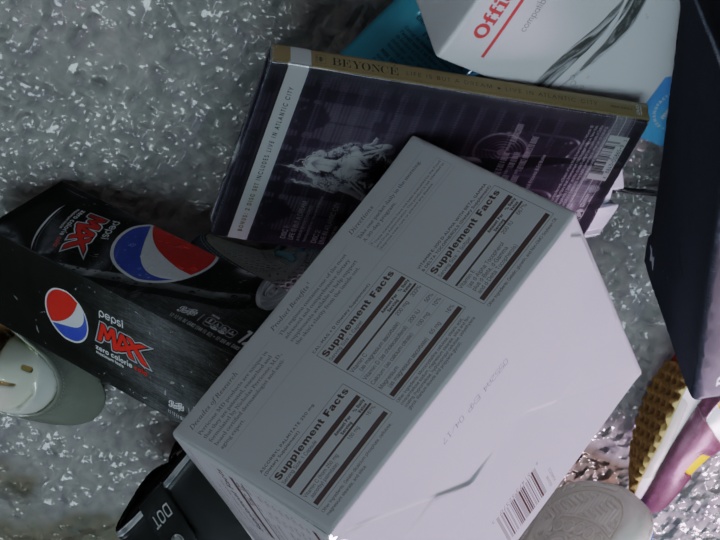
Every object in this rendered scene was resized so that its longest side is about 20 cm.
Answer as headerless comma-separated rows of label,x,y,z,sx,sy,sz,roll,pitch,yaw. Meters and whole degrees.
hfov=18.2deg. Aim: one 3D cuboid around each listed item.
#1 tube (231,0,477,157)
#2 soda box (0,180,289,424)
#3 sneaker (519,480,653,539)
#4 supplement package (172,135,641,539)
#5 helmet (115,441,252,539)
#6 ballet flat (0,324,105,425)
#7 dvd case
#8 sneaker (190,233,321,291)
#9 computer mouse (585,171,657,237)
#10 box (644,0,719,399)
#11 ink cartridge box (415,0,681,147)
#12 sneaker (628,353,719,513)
tube,0.017,-0.105,1.210,0.200,0.051,0.077,-40,131,18
soda box,-0.113,0.024,1.222,0.199,0.063,0.071,25,132,31
sneaker,0.129,0.201,1.378,0.111,0.077,0.200,39,135,-21
supplement package,0.029,0.067,1.143,0.200,0.111,0.156,-51,145,-16
helmet,-0.026,0.153,1.311,0.190,0.200,0.200,39,118,-4
ballet flat,-0.230,0.042,1.300,0.067,0.064,0.200,-36,117,23
dvd case,0.033,-0.053,1.179,0.198,0.016,0.149,7,144,-13
sneaker,0.000,0.000,1.276,0.199,0.078,0.087,15,109,-15
computer mouse,0.107,-0.041,1.252,0.198,0.044,0.110,7,125,-4
box,0.258,-0.049,1.134,0.198,0.118,0.198,-4,131,-5
ink cartridge box,0.107,-0.149,1.139,0.199,0.067,0.116,18,123,-27
sneaker,0.223,0.072,1.310,0.089,0.075,0.201,19,124,-6
